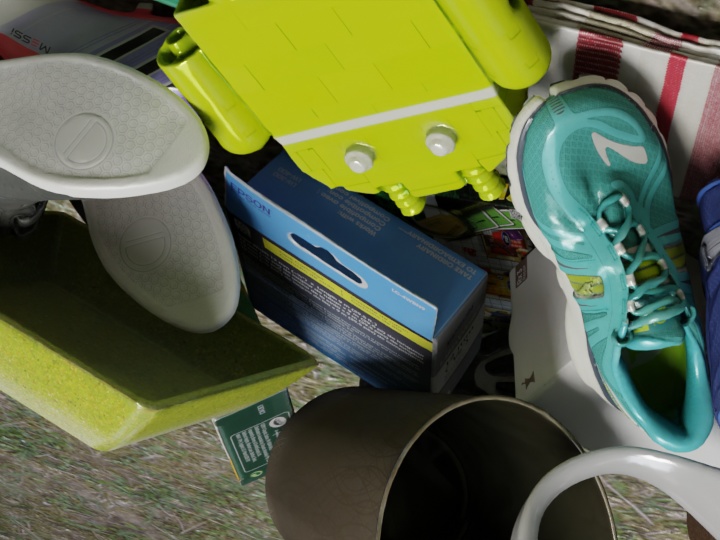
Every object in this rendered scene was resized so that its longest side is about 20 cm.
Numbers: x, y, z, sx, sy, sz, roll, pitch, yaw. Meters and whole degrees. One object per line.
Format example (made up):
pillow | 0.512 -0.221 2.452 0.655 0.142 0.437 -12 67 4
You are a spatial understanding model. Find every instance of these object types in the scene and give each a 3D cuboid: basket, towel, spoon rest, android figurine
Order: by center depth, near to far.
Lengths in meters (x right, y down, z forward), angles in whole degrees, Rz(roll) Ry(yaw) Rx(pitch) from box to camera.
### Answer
android figurine | -0.001 -0.096 0.740 0.182 0.041 0.200 -8 137 31
towel | 0.103 -0.087 0.783 0.199 0.023 0.144 16 159 10
spoon rest | 0.174 0.120 0.796 0.199 0.061 0.099 2 162 -2
basket | 0.033 0.139 0.902 0.200 0.136 0.181 15 125 66

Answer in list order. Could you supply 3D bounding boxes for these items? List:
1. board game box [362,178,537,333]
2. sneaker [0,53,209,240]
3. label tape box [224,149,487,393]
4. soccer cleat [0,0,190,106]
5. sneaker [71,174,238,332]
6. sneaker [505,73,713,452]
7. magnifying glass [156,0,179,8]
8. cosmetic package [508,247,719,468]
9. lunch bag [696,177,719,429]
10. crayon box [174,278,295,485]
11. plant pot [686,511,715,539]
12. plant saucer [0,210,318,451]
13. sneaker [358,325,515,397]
board game box | 0.069 -0.004 0.992 0.104 0.024 0.200 12 156 20
sneaker | -0.159 -0.056 0.816 0.199 0.071 0.099 5 159 17
label tape box | 0.000 0.000 0.941 0.143 0.066 0.200 32 161 13
soccer cleat | -0.142 -0.108 0.845 0.199 0.077 0.067 22 157 -8
sneaker | -0.119 -0.035 0.911 0.200 0.071 0.099 49 179 25
sneaker | 0.127 -0.001 0.749 0.077 0.080 0.200 -25 122 0
magnifying glass | -0.057 -0.130 0.781 0.200 0.022 0.080 29 157 -13
cosmetic package | 0.182 0.059 0.911 0.200 0.113 0.081 29 128 -25
lunch bag | 0.234 0.019 0.775 0.135 0.133 0.200 -9 153 16
crayon box | -0.098 0.022 1.029 0.051 0.200 0.126 -23 156 -7
plant pot | 0.307 0.161 0.984 0.200 0.187 0.187 14 161 47
plant saucer | -0.150 0.034 0.877 0.200 0.048 0.200 28 -166 19
sneaker | 0.100 0.077 1.054 0.199 0.077 0.089 7 168 38
